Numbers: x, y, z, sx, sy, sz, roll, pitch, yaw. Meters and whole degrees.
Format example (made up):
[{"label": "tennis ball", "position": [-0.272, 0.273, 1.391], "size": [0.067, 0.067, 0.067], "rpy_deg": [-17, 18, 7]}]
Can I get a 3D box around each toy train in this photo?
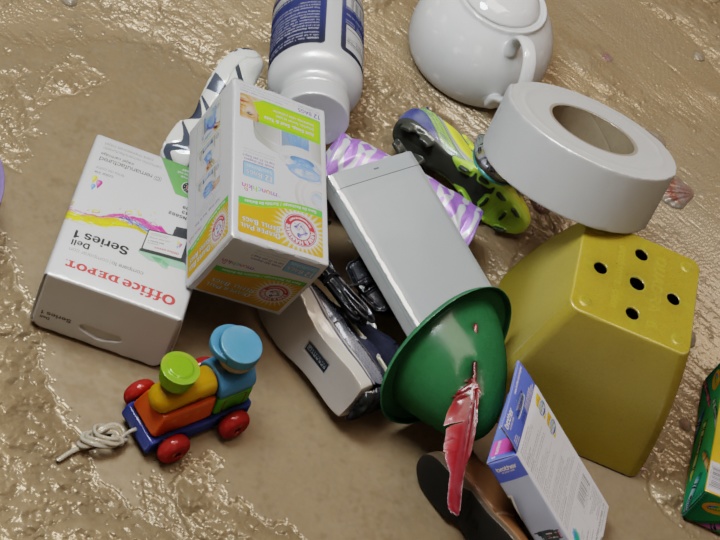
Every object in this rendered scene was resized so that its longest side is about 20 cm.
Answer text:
[{"label": "toy train", "position": [-0.186, 0.121, 1.491], "size": [0.200, 0.116, 0.085], "rpy_deg": [-20, 63, -34]}]

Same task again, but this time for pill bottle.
[{"label": "pill bottle", "position": [-0.052, -0.241, 1.828], "size": [0.111, 0.111, 0.200], "rpy_deg": [14, 46, -13]}]

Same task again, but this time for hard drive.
[{"label": "hard drive", "position": [0.055, -0.026, 1.670], "size": [0.132, 0.027, 0.200], "rpy_deg": [-20, 75, -43]}]

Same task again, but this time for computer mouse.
[{"label": "computer mouse", "position": [0.000, 0.000, 1.687], "size": [0.141, 0.046, 0.200], "rpy_deg": [50, 29, 14]}]

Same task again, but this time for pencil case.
[{"label": "pencil case", "position": [0.038, -0.077, 1.762], "size": [0.200, 0.084, 0.086], "rpy_deg": [26, 33, -2]}]

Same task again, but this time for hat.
[{"label": "hat", "position": [0.129, 0.141, 1.555], "size": [0.200, 0.166, 0.176], "rpy_deg": [-44, 56, -6]}]

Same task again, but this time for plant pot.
[{"label": "plant pot", "position": [0.256, 0.063, 1.686], "size": [0.199, 0.177, 0.200], "rpy_deg": [22, 48, -5]}]

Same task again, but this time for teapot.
[{"label": "teapot", "position": [0.162, -0.306, 1.956], "size": [0.200, 0.146, 0.197], "rpy_deg": [39, 49, 8]}]

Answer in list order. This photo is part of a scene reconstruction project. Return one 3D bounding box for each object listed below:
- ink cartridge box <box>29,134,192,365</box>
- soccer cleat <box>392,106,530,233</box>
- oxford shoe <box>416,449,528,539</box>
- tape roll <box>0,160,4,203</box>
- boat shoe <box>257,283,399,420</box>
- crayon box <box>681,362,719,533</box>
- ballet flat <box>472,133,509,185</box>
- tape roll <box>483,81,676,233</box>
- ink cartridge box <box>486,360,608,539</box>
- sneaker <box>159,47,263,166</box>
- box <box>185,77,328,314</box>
[{"label": "ink cartridge box", "position": [-0.234, -0.022, 1.603], "size": [0.144, 0.084, 0.200], "rpy_deg": [20, 48, -9]}, {"label": "soccer cleat", "position": [0.128, -0.123, 1.853], "size": [0.200, 0.065, 0.084], "rpy_deg": [40, 44, 9]}, {"label": "oxford shoe", "position": [0.141, 0.251, 1.563], "size": [0.071, 0.071, 0.200], "rpy_deg": [-16, 61, -38]}, {"label": "tape roll", "position": [-0.455, -0.074, 1.550], "size": [0.199, 0.085, 0.200], "rpy_deg": [12, 51, -15]}, {"label": "boat shoe", "position": [-0.027, 0.066, 1.643], "size": [0.093, 0.075, 0.200], "rpy_deg": [-9, 58, -47]}, {"label": "crayon box", "position": [0.429, 0.202, 1.730], "size": [0.119, 0.058, 0.200], "rpy_deg": [25, 48, -4]}, {"label": "ballet flat", "position": [0.177, -0.147, 1.829], "size": [0.072, 0.072, 0.200], "rpy_deg": [36, 17, 6]}, {"label": "tape roll", "position": [0.235, -0.124, 1.696], "size": [0.202, 0.071, 0.203], "rpy_deg": [20, 27, -11]}, {"label": "ink cartridge box", "position": [0.180, 0.201, 1.554], "size": [0.200, 0.042, 0.119], "rpy_deg": [60, 28, -21]}, {"label": "sneaker", "position": [-0.125, -0.153, 1.751], "size": [0.129, 0.080, 0.199], "rpy_deg": [28, 49, 5]}, {"label": "box", "position": [-0.104, -0.073, 1.587], "size": [0.112, 0.101, 0.200], "rpy_deg": [18, 50, -26]}]
